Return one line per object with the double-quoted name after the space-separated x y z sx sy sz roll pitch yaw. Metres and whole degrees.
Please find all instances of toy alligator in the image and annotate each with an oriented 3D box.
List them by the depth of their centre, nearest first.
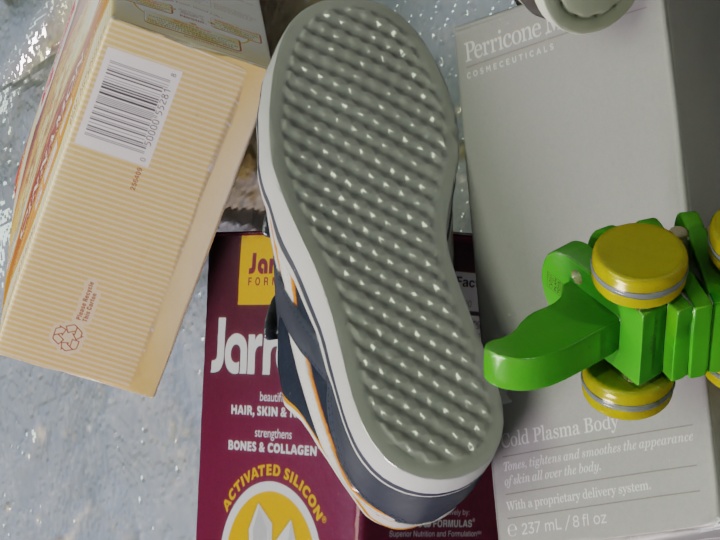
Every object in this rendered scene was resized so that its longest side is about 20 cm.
0.129 0.000 0.755 0.054 0.198 0.060 -114 17 -48 "toy alligator"

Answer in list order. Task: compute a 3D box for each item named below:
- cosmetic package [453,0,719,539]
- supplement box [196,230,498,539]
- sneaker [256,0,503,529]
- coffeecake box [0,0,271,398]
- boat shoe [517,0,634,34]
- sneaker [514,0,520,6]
0.103 -0.002 0.840 0.106 0.090 0.202 -17 77 44 "cosmetic package"
-0.003 0.085 0.957 0.110 0.085 0.202 -1 85 50 "supplement box"
0.000 0.000 0.862 0.080 0.078 0.201 113 152 -60 "sneaker"
-0.101 -0.061 1.029 0.200 0.073 0.154 -104 33 -67 "coffeecake box"
0.066 -0.183 0.785 0.060 0.071 0.203 14 107 51 "boat shoe"
0.134 -0.146 0.836 0.200 0.060 0.104 -56 46 24 "sneaker"
